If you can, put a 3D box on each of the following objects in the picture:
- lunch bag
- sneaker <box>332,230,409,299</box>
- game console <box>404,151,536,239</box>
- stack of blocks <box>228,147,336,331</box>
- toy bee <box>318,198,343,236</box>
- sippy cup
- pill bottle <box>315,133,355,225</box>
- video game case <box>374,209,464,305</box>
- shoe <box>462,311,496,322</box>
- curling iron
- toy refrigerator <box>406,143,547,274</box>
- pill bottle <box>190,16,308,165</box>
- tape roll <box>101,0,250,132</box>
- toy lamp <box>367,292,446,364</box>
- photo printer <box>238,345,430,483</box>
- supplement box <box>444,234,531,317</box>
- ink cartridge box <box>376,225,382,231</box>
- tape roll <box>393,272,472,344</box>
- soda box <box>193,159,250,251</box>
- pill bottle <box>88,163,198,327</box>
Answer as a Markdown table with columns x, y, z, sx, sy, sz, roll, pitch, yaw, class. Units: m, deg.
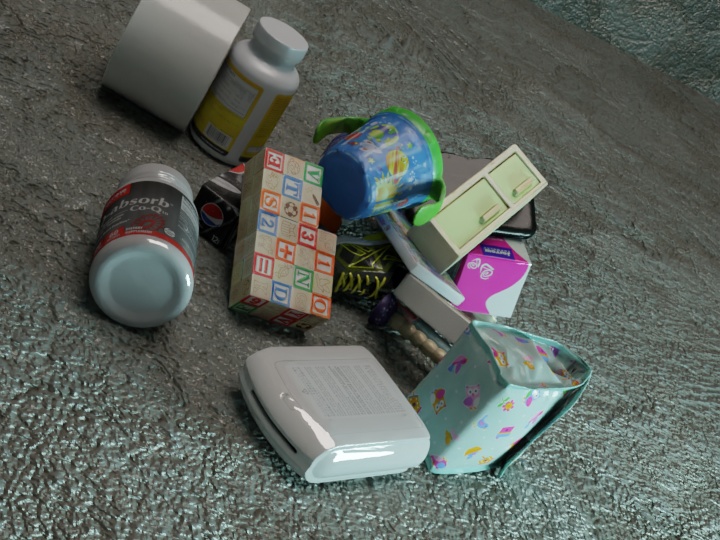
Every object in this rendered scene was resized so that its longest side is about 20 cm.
| x | y | z | sx | sy | sz | roll | pitch | yaw | class |
| --- | --- | --- | --- | --- | --- | --- | --- | --- | --- |
| 0.174 | 0.161 | 1.597 | 0.199 | 0.171 | 0.123 | 11 | 39 | -43 | lunch bag |
| 0.000 | 0.000 | 1.748 | 0.199 | 0.075 | 0.085 | -17 | 53 | -42 | sneaker |
| 0.141 | -0.115 | 1.912 | 0.197 | 0.117 | 0.178 | 6 | 65 | -16 | game console |
| -0.092 | -0.038 | 1.635 | 0.114 | 0.058 | 0.203 | 18 | 64 | -29 | stack of blocks |
| -0.064 | -0.066 | 1.807 | 0.108 | 0.202 | 0.131 | 19 | 50 | 37 | toy bee |
| 0.018 | -0.130 | 1.706 | 0.176 | 0.141 | 0.130 | 4 | 23 | 42 | sippy cup |
| -0.014 | -0.141 | 1.963 | 0.110 | 0.111 | 0.200 | 32 | 25 | -3 | pill bottle |
| 0.062 | -0.048 | 1.814 | 0.143 | 0.018 | 0.201 | 34 | 19 | -53 | video game case |
| 0.169 | 0.033 | 1.949 | 0.069 | 0.054 | 0.201 | 26 | 27 | -17 | shoe |
| 0.073 | 0.064 | 1.810 | 0.200 | 0.026 | 0.049 | 41 | 29 | 12 | curling iron |
| 0.162 | -0.087 | 1.792 | 0.199 | 0.070 | 0.076 | -37 | 85 | -32 | toy refrigerator |
| -0.157 | -0.260 | 1.891 | 0.111 | 0.201 | 0.112 | 27 | 26 | -15 | pill bottle |
| -0.263 | -0.321 | 1.872 | 0.138 | 0.204 | 0.203 | 30 | 25 | -10 | tape roll |
| 0.101 | 0.110 | 1.730 | 0.200 | 0.058 | 0.058 | 41 | 26 | 11 | toy lamp |
| -0.035 | 0.158 | 1.466 | 0.199 | 0.070 | 0.167 | 2 | 40 | -48 | photo printer |
| 0.169 | -0.035 | 1.916 | 0.100 | 0.104 | 0.201 | 8 | 36 | -15 | supplement box |
| 0.096 | -0.042 | 2.012 | 0.095 | 0.037 | 0.199 | 43 | 24 | 15 | ink cartridge box |
| 0.131 | 0.077 | 1.730 | 0.202 | 0.037 | 0.203 | 37 | 2 | -2 | tape roll |
| -0.158 | -0.096 | 1.768 | 0.070 | 0.064 | 0.200 | 37 | 25 | 6 | soda box |
| -0.243 | -0.035 | 1.497 | 0.115 | 0.116 | 0.201 | 25 | 26 | -18 | pill bottle |
